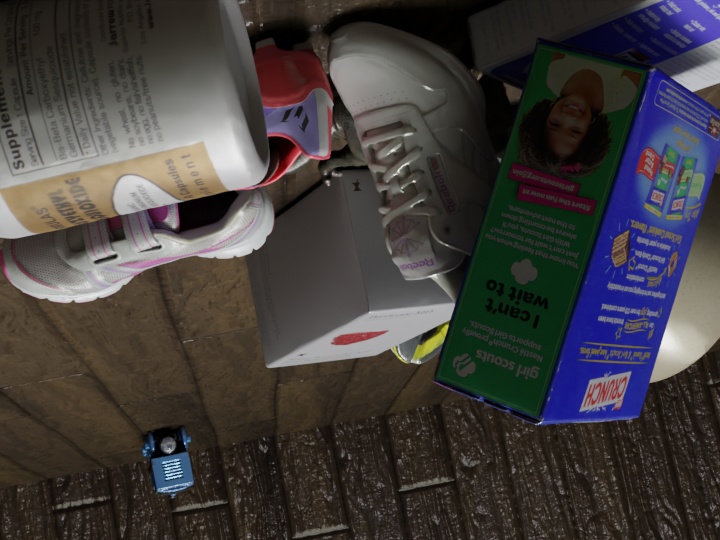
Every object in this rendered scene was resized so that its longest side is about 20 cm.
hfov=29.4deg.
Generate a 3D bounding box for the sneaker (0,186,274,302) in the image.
[{"bbox_3d":[-0.157,-0.038,0.967,0.199,0.082,0.088,-18,168,-11],"label":"sneaker"}]

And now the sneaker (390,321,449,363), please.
[{"bbox_3d":[0.080,0.003,1.309,0.200,0.075,0.084,-39,-140,-27],"label":"sneaker"}]

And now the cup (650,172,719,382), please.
[{"bbox_3d":[0.213,-0.022,1.175,0.143,0.201,0.200,25,149,-30],"label":"cup"}]

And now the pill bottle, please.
[{"bbox_3d":[-0.153,-0.078,0.675,0.199,0.115,0.114,-12,168,4],"label":"pill bottle"}]

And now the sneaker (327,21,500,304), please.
[{"bbox_3d":[0.042,-0.056,0.809,0.075,0.200,0.100,-14,-147,44],"label":"sneaker"}]

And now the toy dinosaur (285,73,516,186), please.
[{"bbox_3d":[0.024,-0.098,0.898,0.199,0.077,0.102,6,150,-6],"label":"toy dinosaur"}]

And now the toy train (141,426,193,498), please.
[{"bbox_3d":[-0.350,0.353,2.499,0.086,0.115,0.200,-8,167,-13],"label":"toy train"}]

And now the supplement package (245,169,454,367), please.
[{"bbox_3d":[0.000,0.000,1.167,0.121,0.120,0.200,-5,166,-29],"label":"supplement package"}]

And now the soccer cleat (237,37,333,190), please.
[{"bbox_3d":[-0.088,-0.074,0.843,0.066,0.077,0.200,-1,164,-42],"label":"soccer cleat"}]

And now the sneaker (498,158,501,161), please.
[{"bbox_3d":[0.141,-0.074,1.087,0.099,0.070,0.200,-20,171,-1],"label":"sneaker"}]

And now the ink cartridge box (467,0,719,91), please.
[{"bbox_3d":[0.195,-0.151,0.834,0.199,0.044,0.198,-16,168,29],"label":"ink cartridge box"}]

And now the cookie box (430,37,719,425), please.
[{"bbox_3d":[0.135,-0.016,0.810,0.075,0.201,0.171,19,-175,29],"label":"cookie box"}]
